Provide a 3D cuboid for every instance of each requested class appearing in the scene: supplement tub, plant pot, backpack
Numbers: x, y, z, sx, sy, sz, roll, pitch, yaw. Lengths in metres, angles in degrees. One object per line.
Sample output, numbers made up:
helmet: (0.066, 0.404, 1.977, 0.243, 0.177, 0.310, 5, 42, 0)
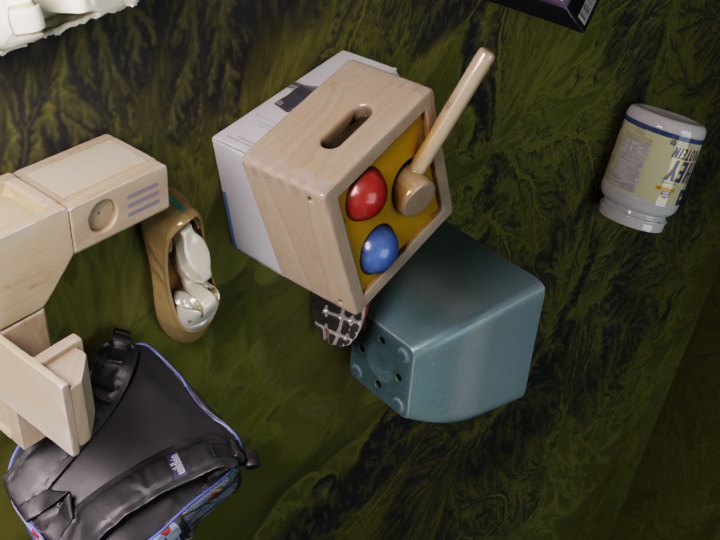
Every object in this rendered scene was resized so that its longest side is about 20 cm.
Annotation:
supplement tub: (0.519, -0.184, 1.798, 0.144, 0.144, 0.202, -11, 123, -53)
plant pot: (0.096, 0.085, 1.331, 0.199, 0.196, 0.198, -24, 133, -35)
backpack: (-0.226, 0.190, 0.935, 0.190, 0.200, 0.155, -36, 154, -31)

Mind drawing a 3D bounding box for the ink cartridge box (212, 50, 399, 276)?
ink cartridge box: (-0.047, -0.115, 1.046, 0.200, 0.083, 0.146, -40, 142, -32)

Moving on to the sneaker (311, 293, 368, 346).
sneaker: (0.000, 0.000, 1.223, 0.085, 0.076, 0.202, -20, 130, -55)

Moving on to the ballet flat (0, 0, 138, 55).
ballet flat: (-0.231, -0.198, 0.721, 0.199, 0.071, 0.072, -35, 140, -38)

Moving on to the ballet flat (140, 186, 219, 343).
ballet flat: (-0.170, 0.010, 0.978, 0.069, 0.063, 0.201, -42, 144, -30)

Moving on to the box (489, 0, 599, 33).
box: (0.243, -0.410, 1.204, 0.079, 0.140, 0.202, 22, 95, -57)

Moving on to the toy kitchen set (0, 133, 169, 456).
toy kitchen set: (-0.220, 0.033, 0.821, 0.180, 0.162, 0.202, -33, 139, -40)

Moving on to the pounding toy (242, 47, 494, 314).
pounding toy: (0.020, -0.094, 0.929, 0.200, 0.141, 0.185, -46, 144, -25)
